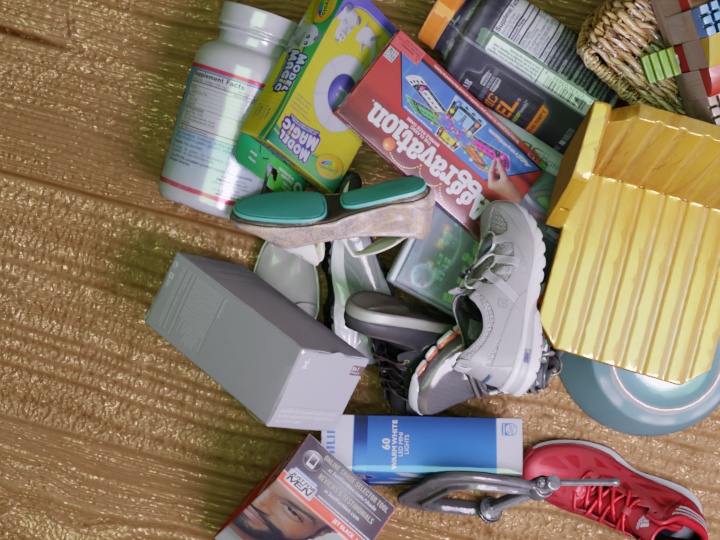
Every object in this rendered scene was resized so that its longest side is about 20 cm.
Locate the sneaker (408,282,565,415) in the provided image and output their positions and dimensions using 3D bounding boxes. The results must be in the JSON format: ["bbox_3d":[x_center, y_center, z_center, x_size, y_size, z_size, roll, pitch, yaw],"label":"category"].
[{"bbox_3d":[0.139,0.086,1.187,0.199,0.077,0.082,-32,51,-7],"label":"sneaker"}]

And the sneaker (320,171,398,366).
[{"bbox_3d":[0.000,0.000,1.269,0.078,0.074,0.203,-5,99,-8],"label":"sneaker"}]

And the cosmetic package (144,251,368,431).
[{"bbox_3d":[-0.101,0.067,1.189,0.199,0.106,0.091,38,105,37],"label":"cosmetic package"}]

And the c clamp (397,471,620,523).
[{"bbox_3d":[0.131,0.225,1.229,0.169,0.200,0.027,9,69,-20],"label":"c clamp"}]

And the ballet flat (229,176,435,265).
[{"bbox_3d":[-0.025,-0.041,1.191,0.197,0.068,0.068,-5,120,5],"label":"ballet flat"}]

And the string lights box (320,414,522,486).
[{"bbox_3d":[0.061,0.182,1.253,0.197,0.103,0.060,0,73,3],"label":"string lights box"}]

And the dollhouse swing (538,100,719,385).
[{"bbox_3d":[0.266,-0.016,1.108,0.197,0.182,0.178,17,71,1],"label":"dollhouse swing"}]

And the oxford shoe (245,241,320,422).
[{"bbox_3d":[-0.084,0.060,1.279,0.074,0.058,0.203,9,92,6],"label":"oxford shoe"}]

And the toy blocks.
[{"bbox_3d":[0.300,-0.202,1.054,0.099,0.137,0.202,-20,96,-1],"label":"toy blocks"}]

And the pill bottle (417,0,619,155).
[{"bbox_3d":[0.155,-0.206,1.222,0.199,0.106,0.107,33,95,0],"label":"pill bottle"}]

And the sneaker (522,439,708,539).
[{"bbox_3d":[0.258,0.229,1.245,0.197,0.116,0.079,15,95,1],"label":"sneaker"}]

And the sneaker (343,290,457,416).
[{"bbox_3d":[0.039,0.088,1.212,0.074,0.199,0.107,28,97,36],"label":"sneaker"}]

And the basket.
[{"bbox_3d":[0.307,-0.198,1.195,0.199,0.143,0.150,37,93,-6],"label":"basket"}]

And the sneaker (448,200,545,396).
[{"bbox_3d":[0.121,0.013,1.143,0.081,0.075,0.202,14,52,-16],"label":"sneaker"}]

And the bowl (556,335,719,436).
[{"bbox_3d":[0.296,0.075,1.238,0.198,0.105,0.204,0,94,3],"label":"bowl"}]

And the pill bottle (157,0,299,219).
[{"bbox_3d":[-0.125,-0.157,1.238,0.107,0.109,0.203,17,95,1],"label":"pill bottle"}]

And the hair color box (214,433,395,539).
[{"bbox_3d":[-0.059,0.250,1.226,0.111,0.200,0.064,40,53,0],"label":"hair color box"}]

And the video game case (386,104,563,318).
[{"bbox_3d":[0.148,-0.037,1.253,0.180,0.023,0.202,28,87,-6],"label":"video game case"}]

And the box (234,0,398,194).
[{"bbox_3d":[-0.037,-0.167,1.212,0.048,0.117,0.202,24,83,42],"label":"box"}]

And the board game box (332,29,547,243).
[{"bbox_3d":[0.079,-0.127,1.212,0.199,0.019,0.103,40,86,-13],"label":"board game box"}]
